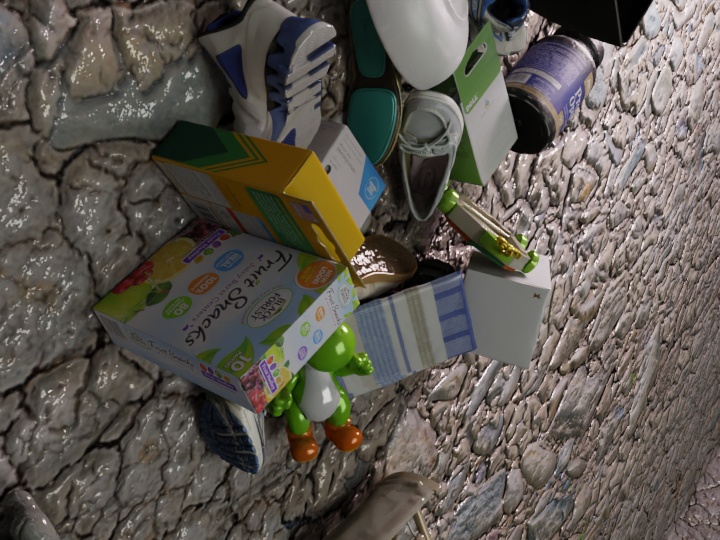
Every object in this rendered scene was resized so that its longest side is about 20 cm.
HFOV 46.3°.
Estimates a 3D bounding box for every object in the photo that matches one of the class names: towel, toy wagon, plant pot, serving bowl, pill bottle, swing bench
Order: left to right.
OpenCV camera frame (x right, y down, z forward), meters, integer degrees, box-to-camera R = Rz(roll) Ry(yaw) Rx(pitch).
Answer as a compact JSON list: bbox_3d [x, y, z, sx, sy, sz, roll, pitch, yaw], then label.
[{"bbox_3d":[0.016,0.410,1.185,0.199,0.129,0.201,-31,123,-42],"label":"swing bench"},{"bbox_3d":[0.044,0.084,1.065,0.199,0.024,0.147,-20,131,-3],"label":"towel"},{"bbox_3d":[0.070,-0.301,0.910,0.200,0.066,0.201,39,45,-53],"label":"serving bowl"},{"bbox_3d":[0.166,-0.052,1.115,0.155,0.200,0.040,35,106,-15],"label":"toy wagon"},{"bbox_3d":[0.274,-0.271,1.233,0.200,0.112,0.112,-50,140,-27],"label":"pill bottle"},{"bbox_3d":[0.298,-0.449,1.128,0.200,0.177,0.200,-55,142,-20],"label":"plant pot"}]

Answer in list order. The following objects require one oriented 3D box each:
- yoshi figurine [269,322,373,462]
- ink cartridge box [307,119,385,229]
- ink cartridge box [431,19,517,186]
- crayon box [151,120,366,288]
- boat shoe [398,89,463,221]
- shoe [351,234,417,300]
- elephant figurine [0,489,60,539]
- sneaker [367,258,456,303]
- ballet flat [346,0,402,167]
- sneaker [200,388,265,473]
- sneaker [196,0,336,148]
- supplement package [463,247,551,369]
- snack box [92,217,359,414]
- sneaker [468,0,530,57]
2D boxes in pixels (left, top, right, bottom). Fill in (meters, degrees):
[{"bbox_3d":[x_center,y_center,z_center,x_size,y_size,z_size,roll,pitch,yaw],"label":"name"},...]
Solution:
[{"bbox_3d":[-0.044,0.126,0.963,0.112,0.112,0.201,-44,135,-57],"label":"yoshi figurine"},{"bbox_3d":[-0.065,-0.050,0.912,0.200,0.068,0.116,-60,143,-15],"label":"ink cartridge box"},{"bbox_3d":[0.145,-0.222,1.125,0.104,0.059,0.200,-53,141,-25],"label":"ink cartridge box"},{"bbox_3d":[-0.081,-0.062,0.769,0.052,0.200,0.126,-56,142,-20],"label":"crayon box"},{"bbox_3d":[0.081,-0.138,1.022,0.202,0.074,0.065,91,9,-61],"label":"boat shoe"},{"bbox_3d":[0.000,0.000,1.042,0.053,0.070,0.200,-42,163,32],"label":"shoe"},{"bbox_3d":[-0.331,0.281,0.675,0.200,0.155,0.142,-33,174,-28],"label":"elephant figurine"},{"bbox_3d":[0.074,0.026,1.141,0.200,0.071,0.100,18,87,-58],"label":"sneaker"},{"bbox_3d":[0.022,-0.218,0.961,0.071,0.071,0.201,-30,128,-43],"label":"ballet flat"},{"bbox_3d":[-0.122,0.130,0.899,0.085,0.077,0.201,-40,135,-42],"label":"sneaker"},{"bbox_3d":[-0.096,-0.183,0.802,0.081,0.115,0.200,-37,162,-36],"label":"sneaker"},{"bbox_3d":[0.200,0.040,1.200,0.200,0.117,0.117,-50,155,-73],"label":"supplement package"},{"bbox_3d":[-0.122,0.032,0.756,0.142,0.200,0.053,-47,138,-30],"label":"snack box"},{"bbox_3d":[0.185,-0.331,1.107,0.200,0.085,0.077,17,92,-56],"label":"sneaker"}]
